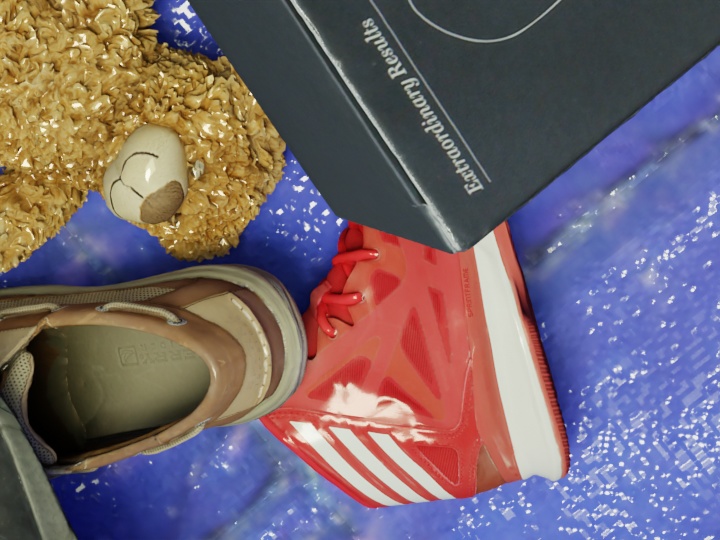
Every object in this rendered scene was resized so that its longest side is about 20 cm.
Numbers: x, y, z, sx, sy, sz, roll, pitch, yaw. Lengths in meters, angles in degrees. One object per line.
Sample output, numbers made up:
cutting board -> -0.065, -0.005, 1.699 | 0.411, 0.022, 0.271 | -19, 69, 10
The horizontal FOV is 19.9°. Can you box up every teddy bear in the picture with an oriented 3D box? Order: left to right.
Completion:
teddy bear -> -0.124, -0.070, 0.756 | 0.200, 0.067, 0.145 | 45, 101, -5

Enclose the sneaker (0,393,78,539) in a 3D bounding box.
sneaker -> -0.157, 0.104, 0.691 | 0.076, 0.114, 0.200 | -32, 86, 48

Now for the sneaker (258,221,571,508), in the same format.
sneaker -> 0.000, 0.000, 0.761 | 0.115, 0.078, 0.201 | -17, 99, 4

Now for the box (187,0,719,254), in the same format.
box -> 0.046, -0.126, 0.636 | 0.200, 0.107, 0.149 | -38, 109, -13

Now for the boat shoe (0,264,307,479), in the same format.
boat shoe -> -0.119, 0.042, 0.756 | 0.200, 0.072, 0.076 | -17, 95, 24
